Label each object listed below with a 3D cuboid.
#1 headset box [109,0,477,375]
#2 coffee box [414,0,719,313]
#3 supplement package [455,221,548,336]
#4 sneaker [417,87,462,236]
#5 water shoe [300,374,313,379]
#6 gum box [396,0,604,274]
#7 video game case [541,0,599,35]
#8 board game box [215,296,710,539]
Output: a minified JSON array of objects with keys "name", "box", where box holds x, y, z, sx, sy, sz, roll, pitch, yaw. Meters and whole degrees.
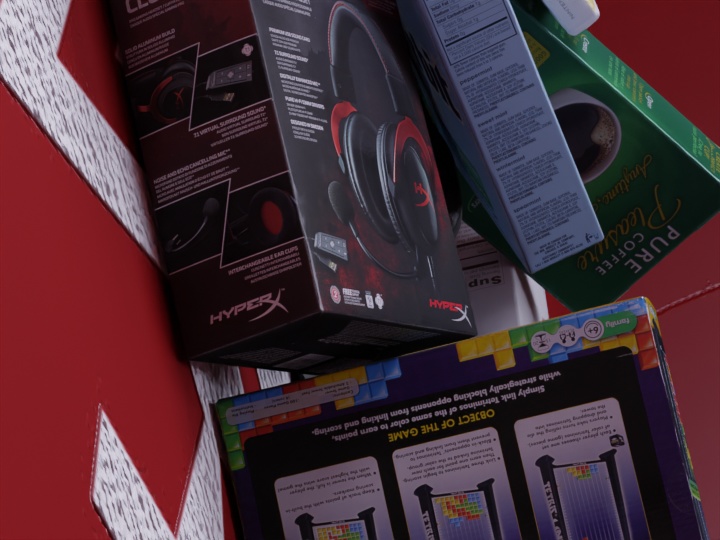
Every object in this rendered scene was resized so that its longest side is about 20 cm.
[{"name":"headset box","box":[-0.032,-0.059,1.264,0.148,0.075,0.201,12,62,-60]},{"name":"coffee box","box":[0.096,-0.074,1.534,0.200,0.123,0.044,38,27,-16]},{"name":"supplement package","box":[0.046,0.039,1.620,0.200,0.119,0.122,-94,167,-50]},{"name":"sneaker","box":[-0.006,-0.105,1.407,0.104,0.060,0.201,39,29,-81]},{"name":"water shoe","box":[0.000,0.000,1.515,0.072,0.079,0.201,65,13,-51]},{"name":"gum box","box":[0.045,-0.120,1.385,0.170,0.044,0.201,-118,-176,-63]},{"name":"video game case","box":[0.057,-0.228,1.507,0.182,0.023,0.200,50,11,-20]},{"name":"board game box","box":[0.051,0.116,1.233,0.057,0.199,0.166,48,29,-76]}]
